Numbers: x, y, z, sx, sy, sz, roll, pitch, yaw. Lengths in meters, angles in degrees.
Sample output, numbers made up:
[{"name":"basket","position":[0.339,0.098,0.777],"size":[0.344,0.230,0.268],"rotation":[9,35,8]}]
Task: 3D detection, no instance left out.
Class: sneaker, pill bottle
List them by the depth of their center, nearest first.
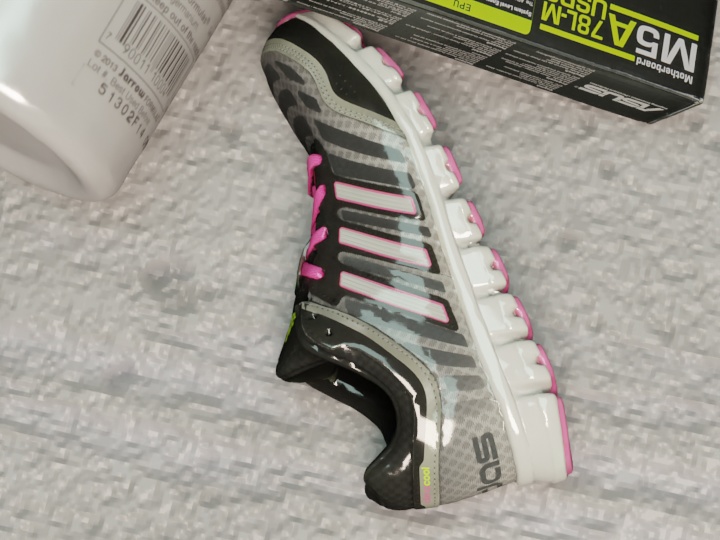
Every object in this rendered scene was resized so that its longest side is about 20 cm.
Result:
[{"name":"sneaker","position":[0.000,0.000,0.936],"size":[0.087,0.074,0.201],"rotation":[-25,79,-8]},{"name":"pill bottle","position":[-0.092,-0.137,0.961],"size":[0.114,0.114,0.201],"rotation":[28,78,12]}]

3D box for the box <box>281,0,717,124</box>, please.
[{"name":"box","position":[0.048,-0.174,0.947],"size":[0.199,0.047,0.194],"rotation":[16,77,-24]}]
